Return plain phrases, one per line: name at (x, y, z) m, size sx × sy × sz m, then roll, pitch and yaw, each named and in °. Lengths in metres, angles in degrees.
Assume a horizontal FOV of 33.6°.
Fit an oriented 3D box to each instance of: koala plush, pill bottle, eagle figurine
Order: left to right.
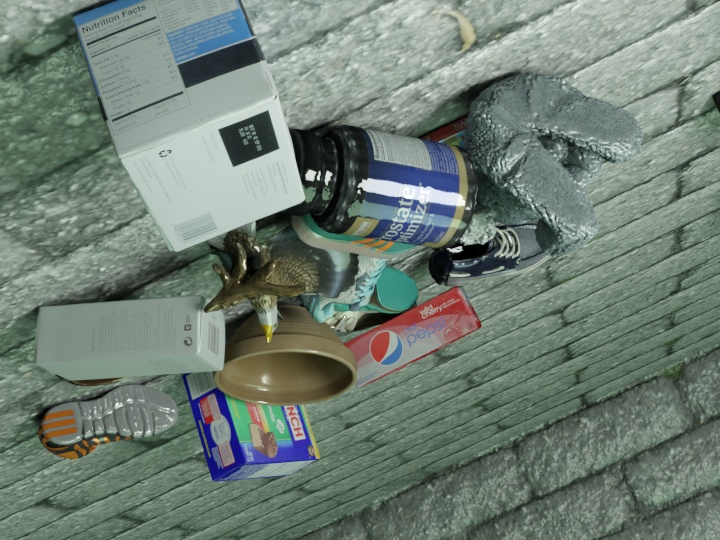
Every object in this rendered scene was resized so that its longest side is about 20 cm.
eagle figurine at (-0.106, 0.007, 1.383) m, size 0.152 × 0.151 × 0.200 m, roll -64°, pitch 168°, yaw 19°
pill bottle at (0.013, -0.089, 1.239) m, size 0.198 × 0.113 × 0.112 m, roll 7°, pitch 149°, yaw -26°
koala plush at (0.182, -0.114, 1.347) m, size 0.178 × 0.183 × 0.200 m, roll -58°, pitch -178°, yaw -18°

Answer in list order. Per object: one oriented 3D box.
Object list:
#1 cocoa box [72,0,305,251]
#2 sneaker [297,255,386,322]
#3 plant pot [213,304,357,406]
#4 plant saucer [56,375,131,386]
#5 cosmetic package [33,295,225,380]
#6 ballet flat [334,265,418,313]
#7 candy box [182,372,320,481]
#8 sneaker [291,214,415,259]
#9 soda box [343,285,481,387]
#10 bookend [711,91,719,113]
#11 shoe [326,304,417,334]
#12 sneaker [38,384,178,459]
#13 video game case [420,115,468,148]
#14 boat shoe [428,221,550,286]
cocoa box at (-0.134, -0.128, 0.977) m, size 0.132 × 0.132 × 0.200 m, roll -21°, pitch 161°, yaw -4°
sneaker at (0.000, 0.000, 1.511) m, size 0.199 × 0.087 × 0.077 m, roll -31°, pitch 174°, yaw 35°
plant pot at (-0.104, 0.110, 1.652) m, size 0.198 × 0.094 × 0.201 m, roll -1°, pitch 152°, yaw -1°
plant saucer at (-0.306, 0.101, 1.532) m, size 0.198 × 0.035 × 0.201 m, roll -21°, pitch 162°, yaw -7°
cosmetic package at (-0.264, 0.079, 1.375) m, size 0.197 × 0.075 × 0.102 m, roll -3°, pitch 163°, yaw 9°
ballet flat at (0.000, 0.026, 1.661) m, size 0.070 × 0.068 × 0.199 m, roll -6°, pitch 173°, yaw 36°
candy box at (-0.162, 0.224, 1.811) m, size 0.077 × 0.171 × 0.199 m, roll -27°, pitch 161°, yaw 25°
sneaker at (0.019, -0.062, 1.364) m, size 0.199 × 0.072 × 0.080 m, roll -1°, pitch 155°, yaw -44°
soda box at (0.072, 0.096, 1.718) m, size 0.198 × 0.071 × 0.063 m, roll -28°, pitch 173°, yaw 10°
bookend at (0.608, -0.228, 1.622) m, size 0.198 × 0.093 × 0.199 m, roll -30°, pitch 161°, yaw 23°
shoe at (0.003, 0.058, 1.739) m, size 0.198 × 0.054 × 0.070 m, roll -10°, pitch 157°, yaw -33°
sneaker at (-0.370, 0.222, 1.736) m, size 0.198 × 0.078 × 0.112 m, roll -3°, pitch 159°, yaw -20°
video game case at (0.055, -0.111, 1.411) m, size 0.198 × 0.018 × 0.143 m, roll -25°, pitch 160°, yaw 3°
boat shoe at (0.199, -0.031, 1.694) m, size 0.198 × 0.075 × 0.093 m, roll -18°, pitch 168°, yaw -12°
